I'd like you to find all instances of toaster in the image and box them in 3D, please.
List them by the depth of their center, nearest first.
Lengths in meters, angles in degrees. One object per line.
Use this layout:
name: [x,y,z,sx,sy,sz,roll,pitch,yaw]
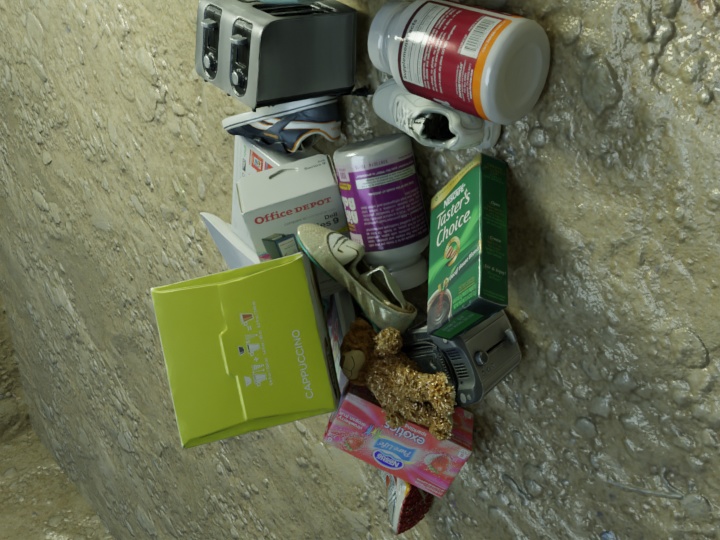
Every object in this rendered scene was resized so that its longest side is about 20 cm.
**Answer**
toaster: [0.123,0.116,1.060,0.199,0.128,0.115,-22,92,53]
toaster: [-0.108,-0.308,1.066,0.180,0.198,0.120,38,134,42]

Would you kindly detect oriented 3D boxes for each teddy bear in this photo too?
teddy bear: [0.043,0.143,0.996,0.200,0.067,0.146,42,150,19]

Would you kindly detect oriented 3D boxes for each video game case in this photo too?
video game case: [-0.039,0.105,1.263,0.183,0.023,0.202,-105,18,-51]

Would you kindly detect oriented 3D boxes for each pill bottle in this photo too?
pill bottle: [0.106,-0.247,0.888,0.199,0.112,0.114,30,132,38]
pill bottle: [0.035,-0.078,1.071,0.112,0.112,0.203,5,113,49]

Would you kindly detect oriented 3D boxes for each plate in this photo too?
plate: [-0.196,-0.004,1.416,0.199,0.032,0.201,39,161,31]

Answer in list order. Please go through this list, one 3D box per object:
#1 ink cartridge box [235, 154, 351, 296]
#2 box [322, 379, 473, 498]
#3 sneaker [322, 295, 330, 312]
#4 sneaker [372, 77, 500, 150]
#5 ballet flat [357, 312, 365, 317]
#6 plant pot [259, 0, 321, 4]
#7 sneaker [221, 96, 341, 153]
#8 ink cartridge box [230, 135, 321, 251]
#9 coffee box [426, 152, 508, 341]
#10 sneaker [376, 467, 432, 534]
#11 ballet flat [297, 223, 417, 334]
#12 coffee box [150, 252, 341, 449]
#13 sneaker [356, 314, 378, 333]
ink cartridge box: [-0.087,-0.054,1.151,0.088,0.143,0.202,-110,4,-49]
box: [0.057,0.232,1.144,0.198,0.095,0.103,27,116,-3]
sneaker: [-0.098,0.074,1.323,0.077,0.140,0.201,34,113,1]
sneaker: [0.079,-0.197,0.978,0.199,0.081,0.076,26,131,42]
ballet flat: [0.000,0.147,1.288,0.069,0.069,0.203,24,128,41]
plant pot: [-0.062,-0.428,0.935,0.199,0.195,0.198,17,124,54]
sneaker: [-0.120,-0.214,1.174,0.198,0.078,0.080,-5,107,29]
ink cartridge box: [-0.129,-0.113,1.274,0.175,0.083,0.202,40,137,31]
coffee box: [0.129,-0.028,0.947,0.123,0.043,0.203,-42,37,54]
sneaker: [0.072,0.351,1.313,0.082,0.077,0.203,22,117,47]
ballet flat: [0.000,0.000,1.035,0.200,0.067,0.062,47,121,-1]
coffee box: [-0.141,0.102,1.029,0.198,0.197,0.203,87,170,-86]
sneaker: [0.032,0.155,1.223,0.077,0.087,0.202,-128,37,-49]
